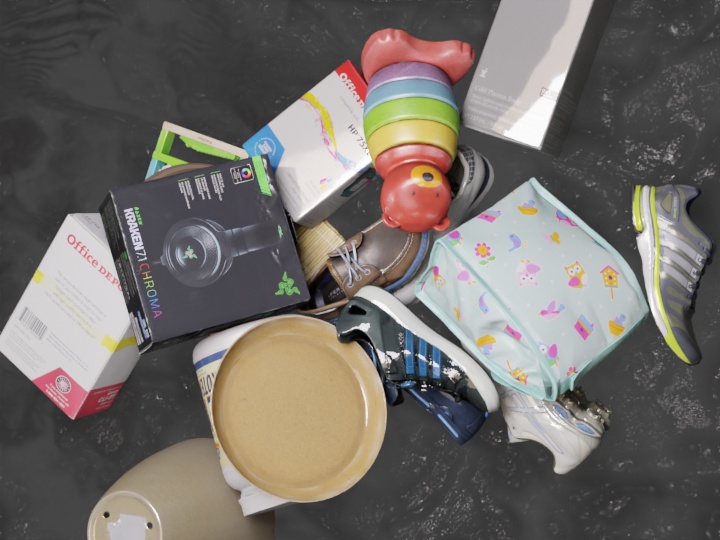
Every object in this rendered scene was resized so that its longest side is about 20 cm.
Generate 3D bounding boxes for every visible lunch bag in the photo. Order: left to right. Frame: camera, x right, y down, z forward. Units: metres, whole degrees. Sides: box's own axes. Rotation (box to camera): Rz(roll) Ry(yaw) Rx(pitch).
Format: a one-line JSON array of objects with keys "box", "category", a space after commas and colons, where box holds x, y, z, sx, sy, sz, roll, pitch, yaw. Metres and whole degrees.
[{"box": [0.185, 0.028, 1.580, 0.200, 0.170, 0.122, 45, 145, 16], "category": "lunch bag"}]

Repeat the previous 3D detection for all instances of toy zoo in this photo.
[{"box": [-0.213, -0.065, 1.808, 0.130, 0.020, 0.201, 20, 94, 26], "category": "toy zoo"}]

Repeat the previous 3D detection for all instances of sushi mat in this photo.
[{"box": [-0.115, 0.002, 1.780, 0.200, 0.012, 0.096, -44, 73, 12], "category": "sushi mat"}]

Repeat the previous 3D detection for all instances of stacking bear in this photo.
[{"box": [0.057, -0.137, 1.602, 0.120, 0.114, 0.202, 7, 65, -19], "category": "stacking bear"}]

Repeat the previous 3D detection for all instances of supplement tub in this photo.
[{"box": [-0.099, 0.163, 1.693, 0.144, 0.145, 0.202, -19, 80, 17], "category": "supplement tub"}]

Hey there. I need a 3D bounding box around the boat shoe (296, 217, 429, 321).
[{"box": [0.000, 0.000, 1.666, 0.200, 0.072, 0.073, -47, 63, 39], "category": "boat shoe"}]

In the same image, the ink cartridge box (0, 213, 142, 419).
[{"box": [-0.324, 0.052, 1.798, 0.145, 0.083, 0.201, 40, 110, 19], "category": "ink cartridge box"}]

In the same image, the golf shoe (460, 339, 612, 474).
[{"box": [0.173, 0.140, 1.639, 0.200, 0.078, 0.098, 40, 113, 23], "category": "golf shoe"}]

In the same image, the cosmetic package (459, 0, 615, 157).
[{"box": [0.196, -0.236, 1.647, 0.106, 0.090, 0.202, 19, 96, 22], "category": "cosmetic package"}]

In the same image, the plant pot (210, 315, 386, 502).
[{"box": [-0.068, 0.149, 1.614, 0.198, 0.027, 0.202, 6, 74, -20], "category": "plant pot"}]

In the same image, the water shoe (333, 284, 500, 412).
[{"box": [0.059, 0.102, 1.615, 0.200, 0.072, 0.079, 39, 75, 17], "category": "water shoe"}]

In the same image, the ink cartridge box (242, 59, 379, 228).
[{"box": [-0.020, -0.155, 1.723, 0.200, 0.067, 0.117, -38, 76, 9], "category": "ink cartridge box"}]

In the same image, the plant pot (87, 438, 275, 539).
[{"box": [-0.219, 0.289, 1.700, 0.186, 0.200, 0.189, -1, 86, 19], "category": "plant pot"}]

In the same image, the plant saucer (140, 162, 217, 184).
[{"box": [-0.182, -0.028, 1.725, 0.198, 0.029, 0.202, 4, 78, -18], "category": "plant saucer"}]

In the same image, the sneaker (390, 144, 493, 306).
[{"box": [0.072, -0.051, 1.682, 0.076, 0.080, 0.201, 30, 98, 17], "category": "sneaker"}]

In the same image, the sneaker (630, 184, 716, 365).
[{"box": [0.340, 0.000, 1.589, 0.080, 0.074, 0.202, -12, 85, 14], "category": "sneaker"}]

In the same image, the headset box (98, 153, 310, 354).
[{"box": [-0.167, -0.020, 1.664, 0.199, 0.093, 0.175, -14, 85, -20], "category": "headset box"}]

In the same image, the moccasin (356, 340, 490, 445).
[{"box": [0.048, 0.123, 1.677, 0.199, 0.080, 0.068, 31, 89, 20], "category": "moccasin"}]
